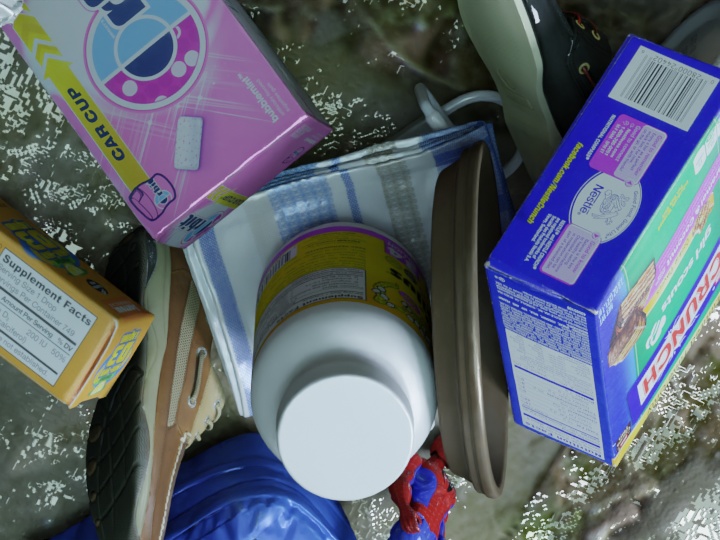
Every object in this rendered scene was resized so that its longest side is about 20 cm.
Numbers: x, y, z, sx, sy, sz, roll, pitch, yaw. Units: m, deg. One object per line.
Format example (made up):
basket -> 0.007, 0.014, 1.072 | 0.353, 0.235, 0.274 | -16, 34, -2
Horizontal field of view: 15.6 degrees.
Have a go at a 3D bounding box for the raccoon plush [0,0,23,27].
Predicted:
raccoon plush -> -0.283, -0.139, 1.474 | 0.097, 0.200, 0.134 | 33, 91, -31

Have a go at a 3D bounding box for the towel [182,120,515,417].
towel -> 0.000, 0.000, 1.569 | 0.199, 0.024, 0.148 | -16, 111, 0

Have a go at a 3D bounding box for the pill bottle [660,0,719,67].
pill bottle -> 0.268, -0.069, 1.603 | 0.200, 0.109, 0.109 | 37, 102, -18

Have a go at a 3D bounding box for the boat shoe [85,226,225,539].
boat shoe -> -0.117, 0.074, 1.595 | 0.074, 0.076, 0.201 | 12, 76, -29

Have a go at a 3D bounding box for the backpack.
backpack -> -0.088, 0.217, 1.639 | 0.200, 0.168, 0.163 | -33, 118, 2

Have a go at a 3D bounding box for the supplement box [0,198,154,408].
supplement box -> -0.221, -0.004, 1.548 | 0.200, 0.067, 0.069 | 38, 103, 9

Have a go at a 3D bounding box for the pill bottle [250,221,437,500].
pill bottle -> -0.009, 0.052, 1.465 | 0.104, 0.200, 0.105 | 0, 111, -1

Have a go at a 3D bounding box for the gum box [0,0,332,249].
gum box -> -0.123, -0.127, 1.515 | 0.113, 0.066, 0.200 | -38, 79, 7

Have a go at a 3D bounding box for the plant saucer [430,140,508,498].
plant saucer -> 0.062, 0.028, 1.474 | 0.029, 0.200, 0.201 | -2, 111, 8

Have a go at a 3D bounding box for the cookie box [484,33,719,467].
cookie box -> 0.151, -0.007, 1.510 | 0.075, 0.200, 0.172 | 26, 68, 21

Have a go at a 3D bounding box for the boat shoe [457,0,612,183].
boat shoe -> 0.110, -0.125, 1.541 | 0.063, 0.074, 0.202 | -36, 130, -12

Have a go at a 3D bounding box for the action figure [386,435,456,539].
action figure -> 0.033, 0.173, 1.627 | 0.052, 0.200, 0.066 | -18, 123, 29

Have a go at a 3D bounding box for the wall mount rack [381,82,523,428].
wall mount rack -> 0.038, -0.011, 1.616 | 0.200, 0.075, 0.174 | -35, 113, 8
